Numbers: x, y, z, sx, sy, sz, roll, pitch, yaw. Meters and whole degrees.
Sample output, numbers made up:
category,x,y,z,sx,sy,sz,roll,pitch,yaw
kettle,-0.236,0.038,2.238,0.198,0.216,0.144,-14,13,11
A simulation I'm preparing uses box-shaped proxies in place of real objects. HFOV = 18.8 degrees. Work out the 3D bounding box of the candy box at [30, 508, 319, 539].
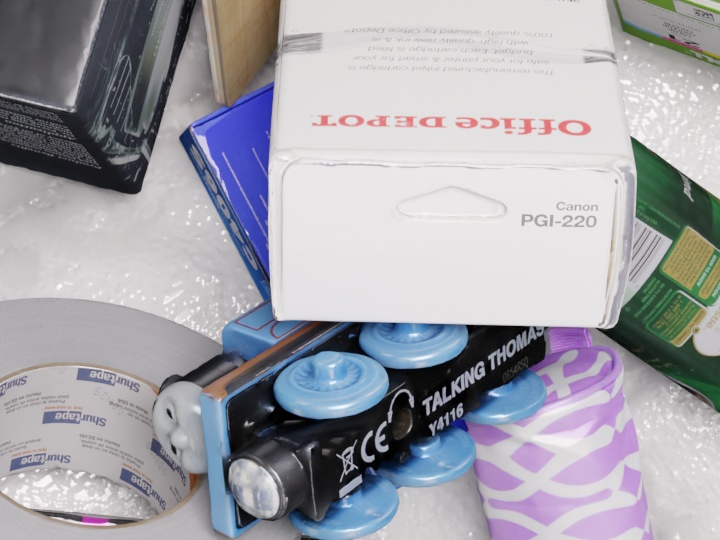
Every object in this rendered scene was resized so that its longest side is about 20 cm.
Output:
category,x,y,z,sx,sy,sz,roll,pitch,yaw
candy box,-0.074,0.188,1.018,0.200,0.061,0.137,6,84,-12

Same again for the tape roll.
category,x,y,z,sx,sy,sz,roll,pitch,yaw
tape roll,-0.124,0.098,0.948,0.200,0.200,0.066,7,127,-11

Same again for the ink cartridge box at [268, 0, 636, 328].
category,x,y,z,sx,sy,sz,roll,pitch,yaw
ink cartridge box,0.036,-0.065,0.932,0.145,0.200,0.085,1,124,0

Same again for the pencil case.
category,x,y,z,sx,sy,sz,roll,pitch,yaw
pencil case,0.108,0.135,1.027,0.085,0.084,0.200,-34,117,-48

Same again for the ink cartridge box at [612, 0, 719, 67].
category,x,y,z,sx,sy,sz,roll,pitch,yaw
ink cartridge box,0.186,-0.166,1.046,0.076,0.200,0.148,22,83,16

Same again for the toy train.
category,x,y,z,sx,sy,sz,roll,pitch,yaw
toy train,-0.002,0.044,0.934,0.200,0.114,0.087,-32,126,-42

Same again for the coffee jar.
category,x,y,z,sx,sy,sz,roll,pitch,yaw
coffee jar,0.163,0.012,1.042,0.200,0.104,0.085,34,95,-21

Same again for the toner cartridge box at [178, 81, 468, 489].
category,x,y,z,sx,sy,sz,roll,pitch,yaw
toner cartridge box,0.000,0.000,1.055,0.095,0.043,0.200,-27,92,-12

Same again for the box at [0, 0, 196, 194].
category,x,y,z,sx,sy,sz,roll,pitch,yaw
box,-0.138,-0.156,0.950,0.124,0.197,0.200,15,84,2

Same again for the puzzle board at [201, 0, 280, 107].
category,x,y,z,sx,sy,sz,roll,pitch,yaw
puzzle board,-0.032,-0.187,0.975,0.017,0.200,0.151,26,62,17
